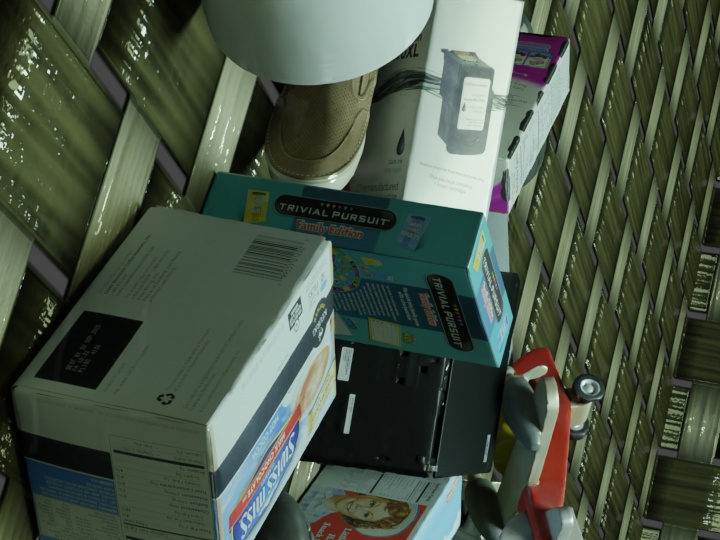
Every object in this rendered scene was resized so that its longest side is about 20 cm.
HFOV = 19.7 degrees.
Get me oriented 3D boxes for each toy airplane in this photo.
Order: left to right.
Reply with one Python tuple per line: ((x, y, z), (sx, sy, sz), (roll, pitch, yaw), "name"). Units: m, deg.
((0.140, 0.176, 1.878), (0.199, 0.140, 0.202), (-89, -168, -83), "toy airplane")

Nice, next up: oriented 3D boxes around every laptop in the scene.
((0.038, 0.078, 1.742), (0.103, 0.198, 0.179), (-164, -97, -81), "laptop")

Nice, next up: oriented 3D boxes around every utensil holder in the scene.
((-0.037, -0.243, 1.310), (0.201, 0.169, 0.171), (79, 27, -52), "utensil holder")

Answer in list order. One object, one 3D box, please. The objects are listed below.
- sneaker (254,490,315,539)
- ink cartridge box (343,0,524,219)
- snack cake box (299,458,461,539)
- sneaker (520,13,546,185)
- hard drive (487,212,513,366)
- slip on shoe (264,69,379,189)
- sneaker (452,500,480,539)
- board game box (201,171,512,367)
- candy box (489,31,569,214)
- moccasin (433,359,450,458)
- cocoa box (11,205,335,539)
((-0.088, 0.257, 1.556), (0.091, 0.075, 0.201), (51, 48, -59), "sneaker")
((0.045, -0.122, 1.642), (0.084, 0.144, 0.202), (13, 84, -28), "ink cartridge box")
((0.004, 0.227, 1.750), (0.200, 0.114, 0.068), (-49, 144, -58), "snack cake box")
((0.132, -0.162, 2.057), (0.079, 0.075, 0.201), (-44, 135, -41), "sneaker")
((0.107, -0.016, 1.909), (0.139, 0.033, 0.202), (28, 59, -69), "hard drive")
((-0.023, -0.136, 1.548), (0.061, 0.075, 0.201), (89, 17, -44), "slip on shoe")
((0.100, 0.282, 2.130), (0.200, 0.075, 0.092), (35, 60, -73), "sneaker")
((0.000, 0.000, 1.487), (0.151, 0.199, 0.047), (69, 35, -58), "board game box")
((0.094, -0.137, 1.816), (0.200, 0.135, 0.061), (-59, 152, -47), "candy box")
((0.058, 0.108, 1.944), (0.074, 0.077, 0.203), (40, 63, -52), "moccasin")
((-0.109, 0.075, 1.293), (0.200, 0.132, 0.132), (-59, 153, -49), "cocoa box")
